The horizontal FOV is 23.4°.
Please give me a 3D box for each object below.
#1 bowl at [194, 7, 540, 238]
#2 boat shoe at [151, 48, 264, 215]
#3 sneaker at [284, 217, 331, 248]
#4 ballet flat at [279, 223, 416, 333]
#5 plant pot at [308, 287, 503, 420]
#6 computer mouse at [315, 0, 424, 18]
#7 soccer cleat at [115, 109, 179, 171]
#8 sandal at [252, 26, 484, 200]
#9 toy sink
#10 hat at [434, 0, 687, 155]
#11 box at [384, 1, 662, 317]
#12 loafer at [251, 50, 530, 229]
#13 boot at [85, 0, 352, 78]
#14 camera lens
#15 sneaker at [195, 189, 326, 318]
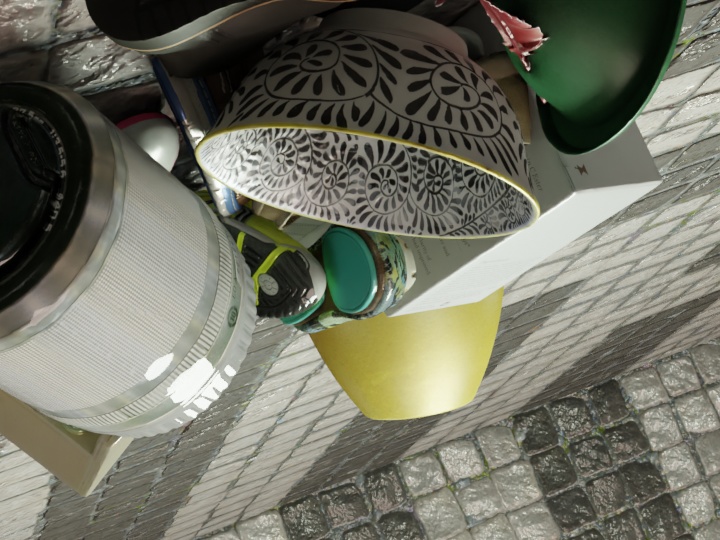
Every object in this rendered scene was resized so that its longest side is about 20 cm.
[{"bbox_3d":[0.012,-0.090,0.996,0.200,0.094,0.201,10,167,2],"label":"bowl"},{"bbox_3d":[-0.075,-0.090,1.097,0.072,0.072,0.200,-24,167,-3],"label":"boat shoe"},{"bbox_3d":[-0.004,-0.030,1.369,0.199,0.100,0.075,-9,161,-3],"label":"sneaker"},{"bbox_3d":[0.000,0.000,1.193,0.074,0.074,0.200,-18,-179,-22],"label":"ballet flat"},{"bbox_3d":[0.042,0.054,1.569,0.199,0.142,0.200,-9,-173,1],"label":"plant pot"},{"bbox_3d":[0.036,-0.189,0.953,0.200,0.046,0.140,-27,168,17],"label":"computer mouse"},{"bbox_3d":[-0.161,-0.032,1.148,0.070,0.087,0.200,-14,164,-34],"label":"soccer cleat"},{"bbox_3d":[-0.007,-0.113,1.183,0.202,0.050,0.082,-36,147,26],"label":"sandal"},{"bbox_3d":[-0.210,0.078,1.357,0.130,0.112,0.200,-53,-179,-22],"label":"toy sink"},{"bbox_3d":[0.081,-0.169,1.024,0.176,0.166,0.200,10,159,-22],"label":"hat"},{"bbox_3d":[0.087,-0.079,1.240,0.106,0.153,0.200,-8,160,-46],"label":"box"},{"bbox_3d":[0.024,-0.073,1.124,0.200,0.068,0.076,-28,176,5],"label":"loafer"},{"bbox_3d":[-0.034,-0.158,0.926,0.199,0.078,0.138,-11,172,6],"label":"boot"},{"bbox_3d":[-0.168,-0.003,0.998,0.160,0.160,0.200,-27,147,14],"label":"camera lens"},{"bbox_3d":[-0.087,-0.024,1.221,0.076,0.076,0.200,-29,-147,-32],"label":"sneaker"}]
